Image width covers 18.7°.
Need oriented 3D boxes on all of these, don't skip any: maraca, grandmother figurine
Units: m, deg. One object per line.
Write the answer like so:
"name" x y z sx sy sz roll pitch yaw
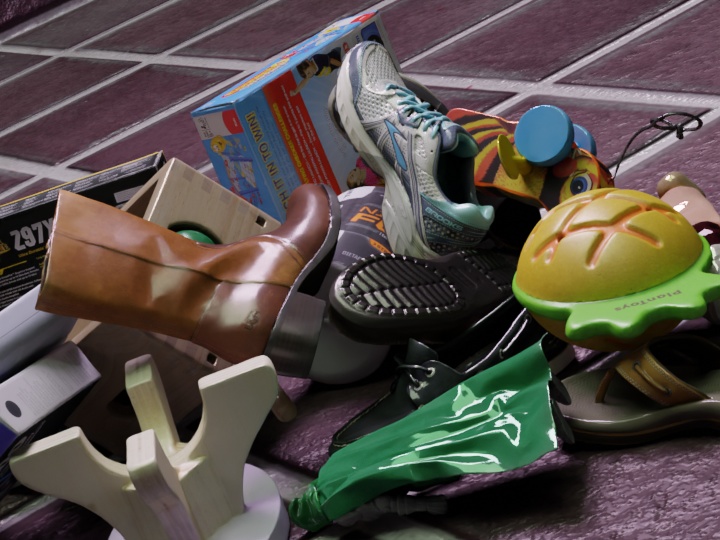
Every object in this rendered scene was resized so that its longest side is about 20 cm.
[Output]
"maraca" 0.175 0.005 1.469 0.137 0.107 0.200 -20 18 -4
"grandmother figurine" 0.247 -0.015 1.588 0.121 0.061 0.200 -46 18 12

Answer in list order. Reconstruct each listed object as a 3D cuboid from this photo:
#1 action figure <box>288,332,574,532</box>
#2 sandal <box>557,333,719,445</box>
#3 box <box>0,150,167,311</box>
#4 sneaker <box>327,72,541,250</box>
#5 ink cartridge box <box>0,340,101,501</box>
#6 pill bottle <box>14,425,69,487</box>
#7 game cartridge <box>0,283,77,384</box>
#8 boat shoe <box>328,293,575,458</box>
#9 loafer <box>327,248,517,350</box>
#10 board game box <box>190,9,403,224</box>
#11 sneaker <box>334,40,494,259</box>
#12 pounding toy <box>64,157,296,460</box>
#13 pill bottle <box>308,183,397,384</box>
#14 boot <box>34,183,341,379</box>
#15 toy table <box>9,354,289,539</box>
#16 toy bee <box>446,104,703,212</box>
"action figure" 0.041 0.122 1.410 0.199 0.055 0.118 -24 26 18
"sandal" 0.204 0.070 1.389 0.199 0.055 0.082 -3 25 41
"box" -0.234 0.005 1.870 0.199 0.160 0.049 -19 18 8
"sneaker" 0.068 -0.092 1.775 0.075 0.200 0.106 -55 31 6
"ink cartridge box" -0.282 0.150 1.493 0.198 0.043 0.200 -49 -6 21
"pill bottle" -0.236 0.078 1.743 0.111 0.112 0.200 -1 27 45
"game cartridge" -0.275 0.094 1.553 0.200 0.042 0.133 -51 -10 35
"boat shoe" 0.057 0.072 1.520 0.199 0.066 0.074 -26 20 -14
"loafer" 0.047 0.034 1.584 0.199 0.071 0.073 -4 41 -48
"board game box" -0.025 -0.088 1.843 0.056 0.201 0.196 -6 22 46
"sneaker" 0.050 -0.098 1.679 0.077 0.201 0.086 -3 -27 -45
"pounding toy" -0.133 0.042 1.624 0.200 0.142 0.185 -39 26 47
"pill bottle" 0.000 0.000 1.720 0.106 0.107 0.200 -13 20 22
"boot" -0.120 -0.015 1.540 0.199 0.069 0.189 15 50 -5
"toy table" -0.127 0.139 1.451 0.183 0.118 0.200 -24 20 -11
"toy bee" 0.148 -0.071 1.677 0.131 0.109 0.199 19 -14 -39
